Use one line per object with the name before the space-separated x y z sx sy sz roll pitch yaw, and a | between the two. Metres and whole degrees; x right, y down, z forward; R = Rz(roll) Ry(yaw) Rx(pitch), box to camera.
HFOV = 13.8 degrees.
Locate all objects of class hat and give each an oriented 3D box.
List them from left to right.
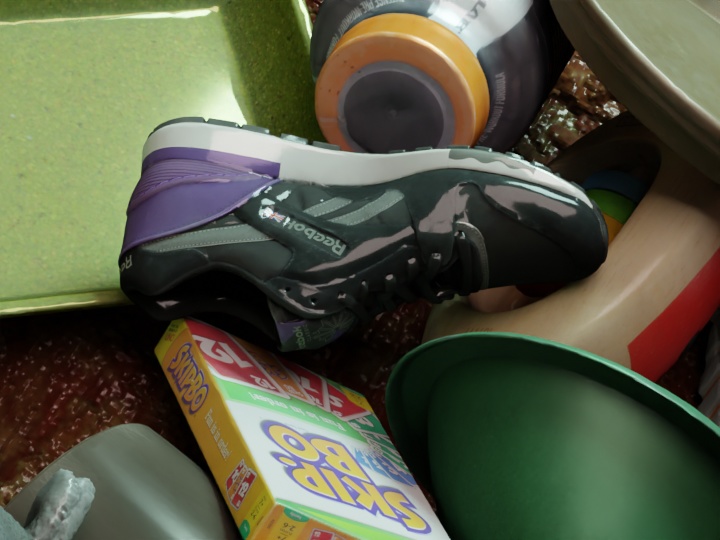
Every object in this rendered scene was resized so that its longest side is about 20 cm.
hat | 0.065 0.148 1.152 0.200 0.166 0.176 25 57 8

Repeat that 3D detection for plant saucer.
plant saucer | -0.110 -0.060 1.306 0.199 0.048 0.200 -6 59 -19
plant saucer | 0.154 -0.086 1.274 0.200 0.029 0.200 32 26 -17

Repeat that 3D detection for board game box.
board game box | -0.018 0.081 1.169 0.095 0.030 0.200 26 16 -24

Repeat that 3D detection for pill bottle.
pill bottle | 0.042 -0.109 1.309 0.106 0.106 0.200 28 32 3

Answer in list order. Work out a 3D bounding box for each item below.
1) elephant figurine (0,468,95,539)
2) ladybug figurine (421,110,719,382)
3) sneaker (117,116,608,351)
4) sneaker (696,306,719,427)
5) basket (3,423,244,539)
elephant figurine | -0.228 0.114 1.057 0.200 0.155 0.142 12 86 27
ladybug figurine | 0.107 0.002 1.292 0.200 0.136 0.072 -50 117 -28
sneaker | 0.000 0.000 1.217 0.199 0.076 0.088 6 58 11
sneaker | 0.196 0.031 1.320 0.077 0.078 0.200 16 53 -12
basket | -0.051 0.164 1.122 0.200 0.136 0.180 41 22 19
